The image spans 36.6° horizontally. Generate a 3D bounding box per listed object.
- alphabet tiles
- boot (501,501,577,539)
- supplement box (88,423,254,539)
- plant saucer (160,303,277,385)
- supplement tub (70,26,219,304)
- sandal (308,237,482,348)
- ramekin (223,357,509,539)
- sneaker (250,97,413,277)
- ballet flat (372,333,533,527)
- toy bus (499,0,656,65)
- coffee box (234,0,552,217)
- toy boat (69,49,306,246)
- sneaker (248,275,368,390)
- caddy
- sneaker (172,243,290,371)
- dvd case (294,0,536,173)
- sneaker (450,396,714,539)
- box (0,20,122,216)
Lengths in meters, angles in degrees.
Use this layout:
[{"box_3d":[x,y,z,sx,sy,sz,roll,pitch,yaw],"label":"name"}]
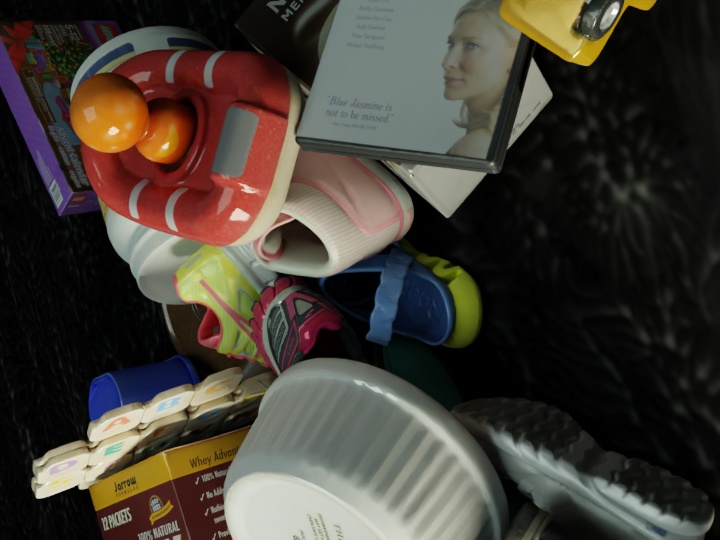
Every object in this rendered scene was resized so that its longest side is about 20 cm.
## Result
[{"box_3d":[-0.162,0.132,0.865,0.015,0.198,0.196,64,153,17],"label":"alphabet tiles"},{"box_3d":[0.158,0.240,0.707,0.149,0.073,0.202,24,146,25],"label":"boot"},{"box_3d":[-0.085,0.235,0.895,0.132,0.195,0.203,-28,77,46],"label":"supplement box"},{"box_3d":[-0.133,0.024,1.022,0.198,0.034,0.204,11,105,44],"label":"plant saucer"},{"box_3d":[-0.156,-0.088,0.924,0.145,0.143,0.202,-47,55,40],"label":"supplement tub"},{"box_3d":[0.000,0.000,0.842,0.199,0.086,0.081,29,119,41],"label":"sandal"},{"box_3d":[-0.006,0.167,0.753,0.200,0.094,0.205,21,135,23],"label":"ramekin"},{"box_3d":[-0.065,-0.070,0.798,0.199,0.104,0.076,38,139,18],"label":"sneaker"},{"box_3d":[0.060,0.140,0.822,0.201,0.067,0.068,57,138,24],"label":"ballet flat"},{"box_3d":[0.158,-0.218,0.612,0.065,0.078,0.202,38,114,26],"label":"toy bus"},{"box_3d":[0.020,-0.147,0.763,0.113,0.080,0.200,-49,59,2],"label":"coffee box"},{"box_3d":[-0.138,-0.096,0.744,0.199,0.130,0.133,14,88,49],"label":"toy boat"},{"box_3d":[-0.021,0.102,0.829,0.074,0.080,0.202,28,150,54],"label":"sneaker"},{"box_3d":[-0.194,0.159,1.058,0.199,0.103,0.144,-22,77,64],"label":"caddy"},{"box_3d":[-0.085,0.042,0.882,0.201,0.089,0.079,60,-179,-41],"label":"sneaker"},{"box_3d":[0.048,-0.163,0.698,0.141,0.018,0.203,9,74,28],"label":"dvd case"},{"box_3d":[0.134,0.151,0.737,0.199,0.074,0.083,28,116,39],"label":"sneaker"},{"box_3d":[-0.259,-0.152,1.044,0.039,0.136,0.202,-45,66,41],"label":"box"}]
